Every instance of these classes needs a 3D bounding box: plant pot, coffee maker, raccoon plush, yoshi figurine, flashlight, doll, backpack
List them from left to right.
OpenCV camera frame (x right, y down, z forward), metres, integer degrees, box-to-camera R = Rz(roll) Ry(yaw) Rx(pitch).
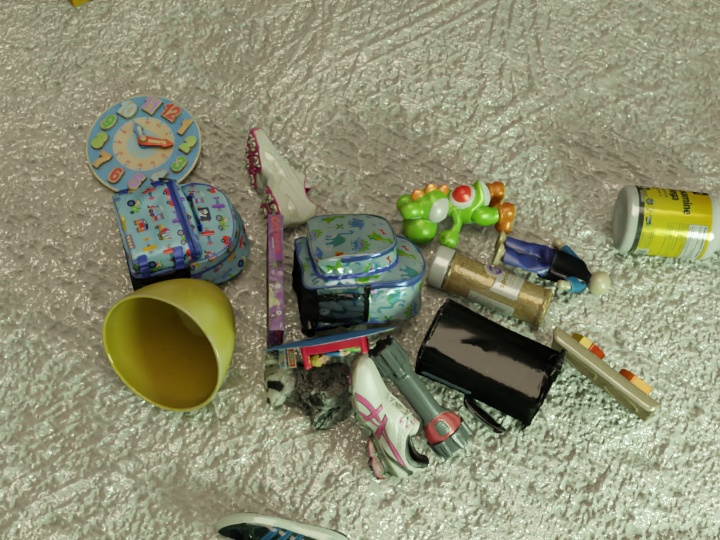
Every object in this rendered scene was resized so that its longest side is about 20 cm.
[{"bbox_3d":[-0.267,0.091,1.633,0.199,0.201,0.142,26,36,10],"label":"plant pot"},{"bbox_3d":[-0.282,-0.060,1.726,0.199,0.135,0.183,-13,64,-11],"label":"backpack"},{"bbox_3d":[-0.056,0.157,1.667,0.199,0.097,0.134,-27,57,-34],"label":"raccoon plush"},{"bbox_3d":[0.000,0.000,1.681,0.199,0.148,0.183,-1,30,-9],"label":"backpack"},{"bbox_3d":[0.086,0.186,1.608,0.200,0.068,0.068,53,43,-11],"label":"flashlight"},{"bbox_3d":[0.150,-0.091,1.802,0.199,0.112,0.113,-3,92,-19],"label":"yoshi figurine"},{"bbox_3d":[0.195,0.128,1.624,0.199,0.193,0.135,25,45,7],"label":"coffee maker"},{"bbox_3d":[0.319,-0.011,1.775,0.199,0.049,0.137,20,35,-1],"label":"doll"}]

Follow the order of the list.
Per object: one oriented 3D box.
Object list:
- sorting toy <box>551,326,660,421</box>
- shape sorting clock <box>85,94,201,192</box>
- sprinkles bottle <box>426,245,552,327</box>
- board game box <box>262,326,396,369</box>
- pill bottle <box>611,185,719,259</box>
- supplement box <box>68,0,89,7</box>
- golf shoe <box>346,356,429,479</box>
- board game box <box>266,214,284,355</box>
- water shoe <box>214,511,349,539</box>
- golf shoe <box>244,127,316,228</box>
[{"bbox_3d":[0.369,0.153,1.624,0.185,0.200,0.037,39,89,15],"label":"sorting toy"},{"bbox_3d":[-0.373,-0.218,1.854,0.199,0.039,0.201,1,62,-3],"label":"shape sorting clock"},{"bbox_3d":[0.209,0.026,1.748,0.199,0.068,0.068,22,63,7],"label":"sprinkles bottle"},{"bbox_3d":[-0.041,0.118,1.577,0.157,0.200,0.039,-10,90,-38],"label":"board game box"},{"bbox_3d":[0.530,-0.078,1.796,0.199,0.113,0.113,6,62,-1],"label":"pill bottle"},{"bbox_3d":[-0.531,-0.637,1.970,0.132,0.200,0.197,-32,69,-18],"label":"supplement box"},{"bbox_3d":[0.041,0.211,1.581,0.092,0.201,0.073,-11,21,19],"label":"golf shoe"},{"bbox_3d":[-0.135,0.028,1.696,0.032,0.120,0.201,-1,63,-3],"label":"board game box"},{"bbox_3d":[-0.114,0.397,1.534,0.199,0.072,0.079,10,64,2],"label":"water shoe"},{"bbox_3d":[-0.138,-0.156,1.828,0.091,0.075,0.201,-9,65,-25],"label":"golf shoe"}]
